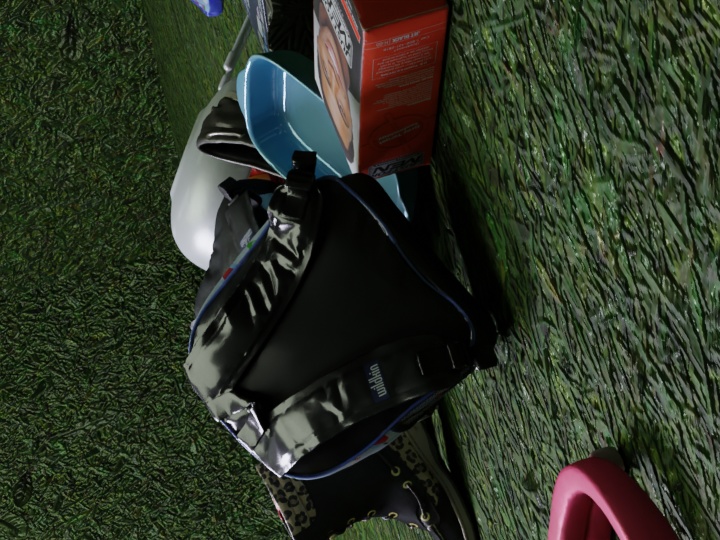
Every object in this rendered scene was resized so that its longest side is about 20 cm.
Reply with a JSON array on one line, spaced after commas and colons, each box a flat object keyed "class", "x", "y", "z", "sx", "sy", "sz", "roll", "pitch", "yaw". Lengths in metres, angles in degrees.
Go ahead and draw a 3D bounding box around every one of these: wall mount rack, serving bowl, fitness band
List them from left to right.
[{"class": "serving bowl", "x": -0.138, "y": -0.103, "z": 1.505, "sx": 0.200, "sy": 0.066, "sz": 0.200, "roll": -159, "pitch": 90, "yaw": -84}, {"class": "wall mount rack", "x": -0.139, "y": -0.295, "z": 1.693, "sx": 0.200, "sy": 0.074, "sz": 0.174, "roll": 146, "pitch": 108, "yaw": -82}, {"class": "fitness band", "x": 0.154, "y": 0.185, "z": 0.886, "sx": 0.200, "sy": 0.037, "sz": 0.144, "roll": 85, "pitch": 163, "yaw": -56}]

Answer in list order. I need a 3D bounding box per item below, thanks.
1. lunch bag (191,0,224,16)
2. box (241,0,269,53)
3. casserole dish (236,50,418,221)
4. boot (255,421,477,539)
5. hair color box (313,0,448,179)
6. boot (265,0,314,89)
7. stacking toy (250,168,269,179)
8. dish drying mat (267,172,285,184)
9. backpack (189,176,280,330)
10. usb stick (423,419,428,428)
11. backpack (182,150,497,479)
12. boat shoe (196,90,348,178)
[{"class": "lunch bag", "x": -0.224, "y": -0.431, "z": 2.009, "sx": 0.200, "sy": 0.094, "sz": 0.151, "roll": 53, "pitch": 160, "yaw": 33}, {"class": "box", "x": -0.091, "y": -0.304, "z": 1.452, "sx": 0.200, "sy": 0.051, "sz": 0.158, "roll": 84, "pitch": 168, "yaw": -50}, {"class": "casserole dish", "x": -0.020, "y": -0.098, "z": 1.228, "sx": 0.200, "sy": 0.039, "sz": 0.121, "roll": 42, "pitch": 149, "yaw": 26}, {"class": "boot", "x": 0.010, "y": 0.211, "z": 1.389, "sx": 0.200, "sy": 0.150, "sz": 0.073, "roll": 64, "pitch": 171, "yaw": -20}, {"class": "hair color box", "x": 0.010, "y": -0.153, "z": 1.067, "sx": 0.200, "sy": 0.061, "sz": 0.102, "roll": 90, "pitch": 160, "yaw": -64}, {"class": "boot", "x": -0.046, "y": -0.152, "z": 1.389, "sx": 0.182, "sy": 0.072, "sz": 0.200, "roll": -97, "pitch": 6, "yaw": -46}, {"class": "stacking toy", "x": -0.096, "y": -0.039, "z": 1.622, "sx": 0.200, "sy": 0.109, "sz": 0.116, "roll": -92, "pitch": -1, "yaw": -51}, {"class": "dish drying mat", "x": -0.057, "y": -0.084, "z": 1.539, "sx": 0.200, "sy": 0.018, "sz": 0.077, "roll": -1, "pitch": -108, "yaw": -80}, {"class": "backpack", "x": -0.036, "y": 0.025, "z": 1.279, "sx": 0.200, "sy": 0.126, "sz": 0.167, "roll": 32, "pitch": 122, "yaw": 40}, {"class": "usb stick", "x": 0.044, "y": 0.138, "z": 1.476, "sx": 0.055, "sy": 0.033, "sz": 0.200, "roll": -128, "pitch": 24, "yaw": -69}, {"class": "backpack", "x": -0.021, "y": 0.046, "z": 1.108, "sx": 0.200, "sy": 0.190, "sz": 0.154, "roll": 51, "pitch": -167, "yaw": 13}, {"class": "boat shoe", "x": -0.058, "y": -0.093, "z": 1.337, "sx": 0.200, "sy": 0.057, "sz": 0.067, "roll": 27, "pitch": 163, "yaw": 33}]
